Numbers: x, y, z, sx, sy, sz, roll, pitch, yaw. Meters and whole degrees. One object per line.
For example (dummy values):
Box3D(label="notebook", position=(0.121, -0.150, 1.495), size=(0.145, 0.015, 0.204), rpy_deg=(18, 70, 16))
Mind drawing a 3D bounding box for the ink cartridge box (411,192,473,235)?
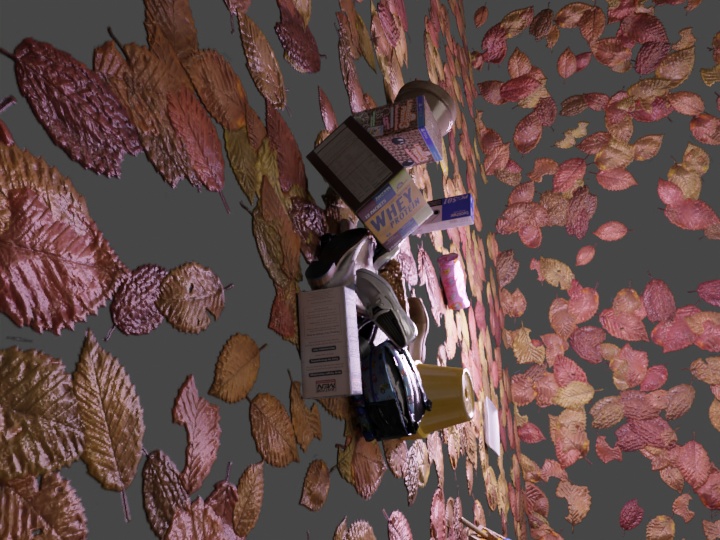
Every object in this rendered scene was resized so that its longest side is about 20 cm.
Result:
Box3D(label="ink cartridge box", position=(0.248, -0.174, 2.077), size=(0.044, 0.198, 0.095), rpy_deg=(56, 32, -48))

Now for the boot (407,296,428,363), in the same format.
Box3D(label="boot", position=(0.140, 0.163, 1.842), size=(0.075, 0.073, 0.202), rpy_deg=(29, 56, -52))

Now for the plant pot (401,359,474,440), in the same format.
Box3D(label="plant pot", position=(0.186, 0.324, 1.718), size=(0.201, 0.187, 0.203), rpy_deg=(-9, 90, -70))

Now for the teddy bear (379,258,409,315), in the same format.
Box3D(label="teddy bear", position=(0.086, 0.057, 1.763), size=(0.145, 0.066, 0.202), rpy_deg=(58, 23, -65))

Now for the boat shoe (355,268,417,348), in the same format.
Box3D(label="boat shoe", position=(0.048, 0.080, 1.454), size=(0.200, 0.074, 0.067), rpy_deg=(47, 26, 3))

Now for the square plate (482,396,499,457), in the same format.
Box3D(label="square plate", position=(0.529, 0.635, 2.724), size=(0.198, 0.028, 0.201), rpy_deg=(49, 37, -54))

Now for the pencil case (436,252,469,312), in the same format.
Box3D(label="pencil case", position=(0.325, 0.041, 2.366), size=(0.088, 0.087, 0.201), rpy_deg=(-56, 134, -61))

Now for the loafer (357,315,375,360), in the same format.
Box3D(label="loafer", position=(-0.016, 0.162, 1.415), size=(0.201, 0.070, 0.068), rpy_deg=(-67, 142, -55))

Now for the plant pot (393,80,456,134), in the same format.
Box3D(label="plant pot", position=(0.170, -0.445, 2.046), size=(0.174, 0.199, 0.201), rpy_deg=(-61, 140, -32))

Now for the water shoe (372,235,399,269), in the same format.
Box3D(label="water shoe", position=(0.053, -0.069, 1.656), size=(0.079, 0.071, 0.200), rpy_deg=(47, 28, -8))

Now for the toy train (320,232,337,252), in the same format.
Box3D(label="toy train", position=(-0.053, 0.019, 1.428), size=(0.046, 0.034, 0.202), rpy_deg=(-11, 89, -55))

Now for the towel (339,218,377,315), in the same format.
Box3D(label="towel", position=(0.000, 0.000, 1.584), size=(0.191, 0.032, 0.202), rpy_deg=(32, 51, -64))

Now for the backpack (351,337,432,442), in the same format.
Box3D(label="backpack", position=(0.058, 0.254, 1.480), size=(0.201, 0.134, 0.182), rpy_deg=(72, 20, -3))

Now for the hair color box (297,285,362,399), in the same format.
Box3D(label="hair color box", position=(-0.059, 0.137, 1.270), size=(0.060, 0.099, 0.202), rpy_deg=(28, 55, -66))

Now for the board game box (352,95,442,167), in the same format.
Box3D(label="board game box", position=(0.096, -0.347, 1.748), size=(0.159, 0.198, 0.098), rpy_deg=(45, 41, -57))

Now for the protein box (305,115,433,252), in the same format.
Box3D(label="protein box", position=(0.022, -0.183, 1.446), size=(0.200, 0.135, 0.199), rpy_deg=(50, 3, 32))

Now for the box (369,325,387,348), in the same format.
Box3D(label="box", position=(0.064, 0.171, 1.629), size=(0.201, 0.036, 0.144), rpy_deg=(67, 34, -46))

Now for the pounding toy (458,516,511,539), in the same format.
Box3D(label="pounding toy", position=(0.391, 0.855, 2.070), size=(0.184, 0.199, 0.143), rpy_deg=(22, 90, -67))

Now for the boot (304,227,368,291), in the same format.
Box3D(label="boot", position=(-0.040, -0.005, 1.396), size=(0.200, 0.074, 0.097), rpy_deg=(-46, 133, -39))
